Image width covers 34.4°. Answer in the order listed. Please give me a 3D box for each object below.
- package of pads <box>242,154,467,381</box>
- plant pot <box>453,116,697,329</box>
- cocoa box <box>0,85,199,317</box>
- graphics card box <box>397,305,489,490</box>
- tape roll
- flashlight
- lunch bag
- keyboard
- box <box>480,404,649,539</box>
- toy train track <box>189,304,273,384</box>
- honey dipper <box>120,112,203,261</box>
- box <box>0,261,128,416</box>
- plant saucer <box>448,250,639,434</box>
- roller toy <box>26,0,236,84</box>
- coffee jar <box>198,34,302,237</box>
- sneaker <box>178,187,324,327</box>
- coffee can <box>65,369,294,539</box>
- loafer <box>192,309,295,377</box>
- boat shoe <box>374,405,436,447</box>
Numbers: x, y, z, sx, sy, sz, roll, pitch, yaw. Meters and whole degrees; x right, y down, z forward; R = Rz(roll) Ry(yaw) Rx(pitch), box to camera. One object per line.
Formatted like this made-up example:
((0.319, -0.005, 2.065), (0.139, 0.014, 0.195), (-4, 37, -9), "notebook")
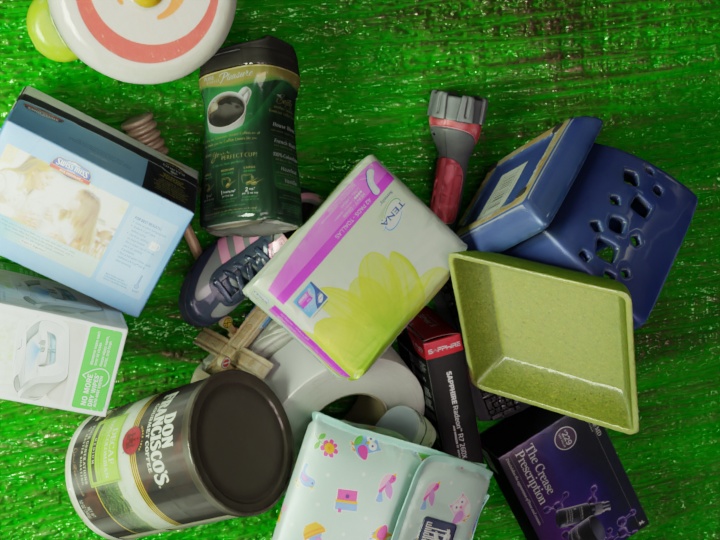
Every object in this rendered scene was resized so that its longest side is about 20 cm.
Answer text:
((0.000, 0.000, 1.216), (0.154, 0.068, 0.200), (43, 72, -8), "package of pads")
((0.221, -0.039, 1.288), (0.180, 0.200, 0.200), (42, 56, -14), "plant pot")
((-0.278, -0.070, 1.164), (0.199, 0.131, 0.134), (26, 108, -17), "cocoa box")
((0.092, 0.152, 1.354), (0.051, 0.125, 0.201), (-14, 105, -12), "graphics card box")
((-0.029, 0.162, 1.314), (0.202, 0.071, 0.203), (-15, 126, -21), "tape roll")
((0.097, -0.102, 1.328), (0.067, 0.068, 0.201), (6, 100, -19), "flashlight")
((0.021, 0.251, 1.190), (0.199, 0.122, 0.171), (19, 82, 1), "lunch bag")
((0.172, 0.082, 1.419), (0.127, 0.021, 0.201), (-26, 109, -10), "keyboard")
((0.254, 0.263, 1.457), (0.141, 0.079, 0.201), (-32, 110, -11), "box")
((-0.121, 0.051, 1.283), (0.200, 0.114, 0.033), (-52, 141, -19), "toy train track")
((-0.201, -0.073, 1.260), (0.038, 0.038, 0.201), (-26, 110, -10), "honey dipper")
((-0.337, 0.061, 1.162), (0.176, 0.200, 0.097), (14, 98, -18), "box")
((0.201, 0.063, 1.215), (0.048, 0.199, 0.200), (-50, 141, -36), "plant saucer")
((-0.217, -0.281, 1.151), (0.182, 0.140, 0.201), (20, 95, -21), "roller toy")
((-0.114, -0.139, 1.208), (0.085, 0.104, 0.201), (11, 76, -57), "coffee jar")
((-0.113, -0.017, 1.254), (0.200, 0.082, 0.070), (-49, 117, -17), "sneaker")
((-0.190, 0.197, 1.215), (0.146, 0.199, 0.147), (25, 56, -43), "coffee can")
((-0.099, 0.085, 1.317), (0.200, 0.070, 0.070), (-38, 136, -6), "loafer")
((0.012, 0.243, 1.306), (0.202, 0.075, 0.086), (-52, 140, 1), "boat shoe")
